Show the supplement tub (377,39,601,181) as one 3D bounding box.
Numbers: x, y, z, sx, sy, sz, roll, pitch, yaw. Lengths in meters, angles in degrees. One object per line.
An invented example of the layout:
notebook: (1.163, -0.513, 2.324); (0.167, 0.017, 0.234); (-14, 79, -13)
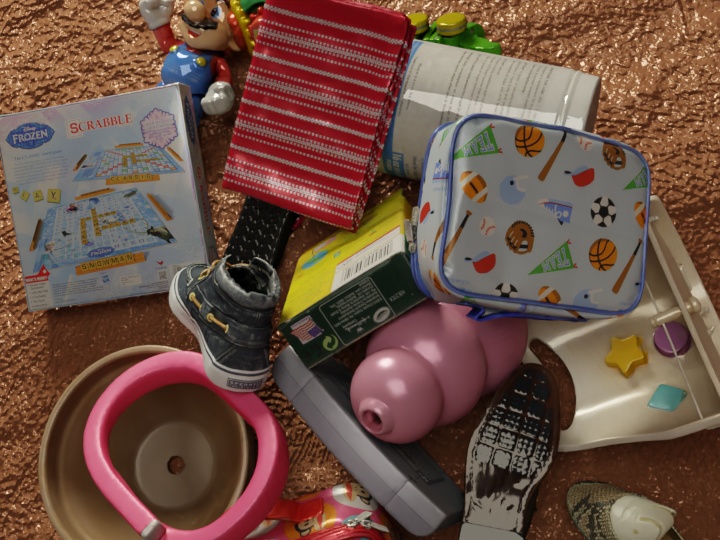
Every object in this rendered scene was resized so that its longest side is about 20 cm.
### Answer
supplement tub: (0.114, -0.138, 0.921); (0.198, 0.132, 0.133); (15, 77, 16)

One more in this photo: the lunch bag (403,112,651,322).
lunch bag: (0.133, -0.035, 0.783); (0.198, 0.075, 0.162); (8, 86, -18)

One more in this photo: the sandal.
sandal: (-0.081, -0.069, 0.991); (0.075, 0.045, 0.201); (26, 93, 22)

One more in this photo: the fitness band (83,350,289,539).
fitness band: (-0.146, 0.145, 0.806); (0.144, 0.038, 0.200); (-43, 49, -15)

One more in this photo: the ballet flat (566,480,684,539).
ballet flat: (0.259, 0.241, 0.809); (0.068, 0.076, 0.200); (-31, 67, -29)

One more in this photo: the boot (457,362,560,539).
boot: (0.123, 0.183, 0.849); (0.074, 0.097, 0.201); (17, 73, 10)

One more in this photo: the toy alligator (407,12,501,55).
toy alligator: (0.058, -0.235, 1.005); (0.199, 0.060, 0.054); (8, 39, 30)

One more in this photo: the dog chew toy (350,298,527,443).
dog chew toy: (0.062, 0.075, 0.838); (0.124, 0.125, 0.200); (31, 39, 18)

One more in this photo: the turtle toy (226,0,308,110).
turtle toy: (-0.070, -0.232, 0.952); (0.100, 0.146, 0.201); (-24, 74, -6)

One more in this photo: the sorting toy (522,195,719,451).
sorting toy: (0.224, 0.071, 0.860); (0.179, 0.107, 0.201); (-26, 62, 20)

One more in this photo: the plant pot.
plant pot: (-0.186, 0.178, 0.909); (0.199, 0.093, 0.203); (-3, 72, 10)

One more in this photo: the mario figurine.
mario figurine: (-0.183, -0.223, 1.015); (0.123, 0.106, 0.201); (25, 87, -19)

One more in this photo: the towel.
towel: (-0.041, -0.149, 0.886); (0.144, 0.022, 0.202); (20, 105, 13)

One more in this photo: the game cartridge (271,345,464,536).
game cartridge: (0.008, 0.147, 0.857); (0.040, 0.133, 0.200); (-46, 70, 3)

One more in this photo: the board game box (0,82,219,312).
board game box: (-0.253, -0.071, 0.986); (0.198, 0.041, 0.201); (-8, 95, 8)

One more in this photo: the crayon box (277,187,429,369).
crayon box: (0.000, 0.000, 0.887); (0.126, 0.200, 0.051); (-31, 106, 14)

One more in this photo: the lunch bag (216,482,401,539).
lunch bag: (-0.059, 0.258, 0.817); (0.199, 0.177, 0.082); (-22, 32, 5)

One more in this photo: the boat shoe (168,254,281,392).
boat shoe: (-0.115, 0.018, 0.863); (0.200, 0.070, 0.092); (48, 127, 56)
